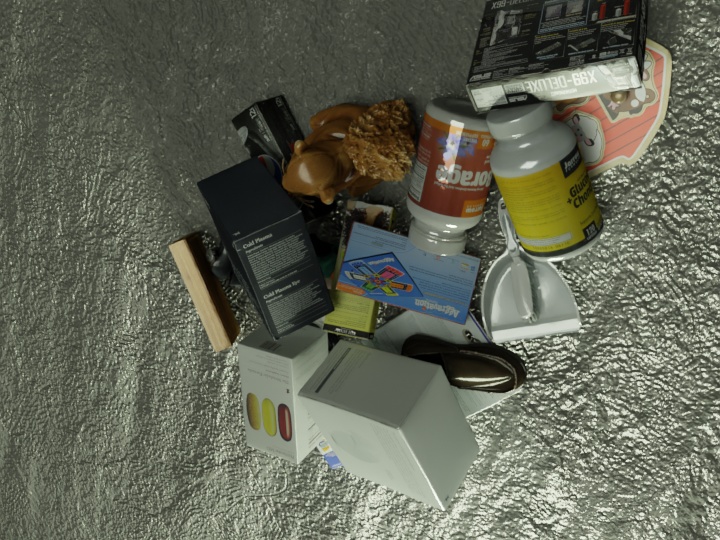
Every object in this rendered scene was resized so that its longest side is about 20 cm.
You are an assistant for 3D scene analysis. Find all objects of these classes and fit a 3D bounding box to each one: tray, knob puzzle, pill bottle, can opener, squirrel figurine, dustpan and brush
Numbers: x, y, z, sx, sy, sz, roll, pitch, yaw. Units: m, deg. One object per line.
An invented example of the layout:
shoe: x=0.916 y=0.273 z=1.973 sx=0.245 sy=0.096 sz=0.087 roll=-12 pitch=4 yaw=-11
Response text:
tray: x=-0.271 y=0.035 z=1.353 sx=0.037 sy=0.099 sz=0.201 roll=-22 pitch=100 yaw=4
knob puzzle: x=0.302 y=-0.222 z=0.982 sx=0.218 sy=0.030 sz=0.221 roll=10 pitch=113 yaw=25
pill bottle: x=0.126 y=-0.128 z=1.065 sx=0.112 sy=0.112 sz=0.201 roll=21 pitch=118 yaw=20
pill bottle: x=0.232 y=-0.120 z=0.982 sx=0.111 sy=0.112 sz=0.201 roll=-10 pitch=121 yaw=31
can opener: x=-0.215 y=-0.066 z=1.316 sx=0.063 sy=0.078 sz=0.201 roll=52 pitch=131 yaw=50
squirrel figurine: x=-0.019 y=-0.169 z=1.082 sx=0.199 sy=0.186 sz=0.142 roll=-17 pitch=100 yaw=33
dustpan and brush: x=0.226 y=-0.002 z=1.089 sx=0.139 sy=0.057 sz=0.202 roll=-12 pitch=84 yaw=27

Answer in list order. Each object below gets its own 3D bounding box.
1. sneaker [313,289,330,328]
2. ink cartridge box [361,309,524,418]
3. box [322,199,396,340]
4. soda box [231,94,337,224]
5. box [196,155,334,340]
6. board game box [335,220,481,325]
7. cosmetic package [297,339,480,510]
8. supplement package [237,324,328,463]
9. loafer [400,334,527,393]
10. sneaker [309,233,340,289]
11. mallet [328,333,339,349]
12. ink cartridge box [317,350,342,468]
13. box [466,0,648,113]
sneaker: x=-0.087 y=0.057 z=1.243 sx=0.199 sy=0.115 sz=0.076 roll=11 pitch=91 yaw=25
ink cartridge box: x=0.130 y=0.141 z=1.212 sx=0.199 sy=0.041 sz=0.200 roll=-33 pitch=92 yaw=33
box: x=0.000 y=0.000 z=1.154 sx=0.075 sy=0.050 sz=0.202 roll=9 pitch=87 yaw=12
soda box: x=-0.119 y=-0.168 z=1.207 sx=0.063 sy=0.071 sz=0.201 roll=-23 pitch=97 yaw=38
box: x=-0.139 y=-0.036 z=1.122 sx=0.200 sy=0.104 sz=0.183 roll=50 pitch=162 yaw=50
board game box: x=0.071 y=0.005 z=1.121 sx=0.198 sy=0.019 sz=0.104 roll=16 pitch=84 yaw=-8
cosmetic package: x=0.047 y=0.229 z=1.155 sx=0.199 sy=0.123 sz=0.200 roll=11 pitch=140 yaw=42
supplement package: x=-0.124 y=0.199 z=1.283 sx=0.113 sy=0.109 sz=0.202 roll=11 pitch=116 yaw=28
loafer: x=0.146 y=0.150 z=1.140 sx=0.199 sy=0.071 sz=0.074 roll=6 pitch=112 yaw=25
sneaker: x=-0.008 y=-0.009 z=1.210 sx=0.198 sy=0.071 sz=0.081 roll=11 pitch=111 yaw=20
mallet: x=-0.017 y=0.167 z=1.310 sx=0.041 sy=0.066 sz=0.201 roll=-26 pitch=81 yaw=40
ink cartridge box: x=-0.056 y=0.245 z=1.355 sx=0.119 sy=0.042 sz=0.201 roll=-30 pitch=90 yaw=35
box: x=0.237 y=-0.276 z=0.923 sx=0.199 sy=0.159 sz=0.050 roll=-4 pitch=144 yaw=29
